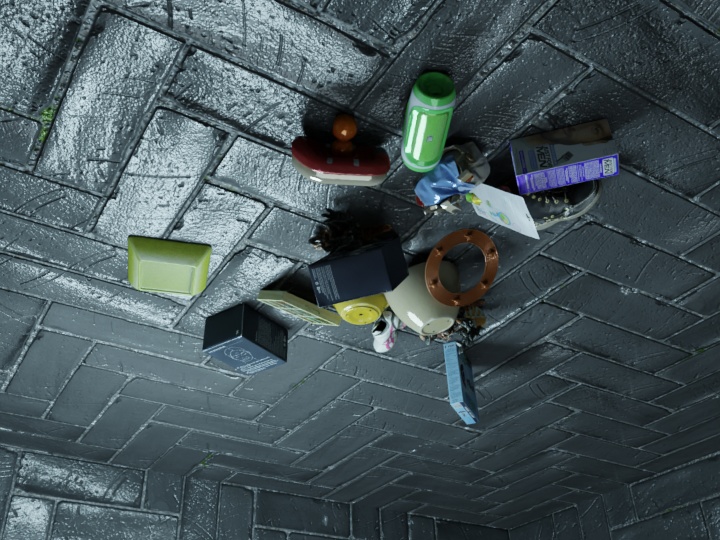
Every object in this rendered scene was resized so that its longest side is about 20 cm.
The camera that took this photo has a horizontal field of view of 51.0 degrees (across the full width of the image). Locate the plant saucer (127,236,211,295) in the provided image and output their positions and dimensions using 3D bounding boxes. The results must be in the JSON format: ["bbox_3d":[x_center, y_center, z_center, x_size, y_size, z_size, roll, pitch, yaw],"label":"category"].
[{"bbox_3d":[-0.483,0.001,1.889,0.199,0.048,0.200,7,145,-13],"label":"plant saucer"}]

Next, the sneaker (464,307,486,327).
[{"bbox_3d":[0.249,0.134,2.117,0.199,0.076,0.088,1,168,-9],"label":"sneaker"}]

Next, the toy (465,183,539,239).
[{"bbox_3d":[0.306,-0.147,1.616,0.200,0.047,0.115,26,154,51],"label":"toy"}]

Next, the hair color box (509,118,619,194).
[{"bbox_3d":[0.411,-0.231,1.531,0.199,0.110,0.065,-11,140,12],"label":"hair color box"}]

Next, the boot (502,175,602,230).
[{"bbox_3d":[0.413,-0.167,1.663,0.150,0.073,0.200,24,147,-34],"label":"boot"}]

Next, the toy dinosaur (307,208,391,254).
[{"bbox_3d":[-0.032,-0.089,1.761,0.200,0.102,0.136,-31,162,15],"label":"toy dinosaur"}]

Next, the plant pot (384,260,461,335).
[{"bbox_3d":[0.176,0.085,1.927,0.200,0.135,0.200,-15,151,-8],"label":"plant pot"}]

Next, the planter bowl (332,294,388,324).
[{"bbox_3d":[0.000,0.087,2.008,0.200,0.084,0.201,-1,145,-1],"label":"planter bowl"}]

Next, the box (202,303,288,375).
[{"bbox_3d":[-0.324,0.200,2.138,0.148,0.107,0.200,-21,142,27],"label":"box"}]

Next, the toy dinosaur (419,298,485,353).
[{"bbox_3d":[0.257,0.138,2.023,0.200,0.136,0.102,-41,164,1],"label":"toy dinosaur"}]

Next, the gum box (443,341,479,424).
[{"bbox_3d":[0.307,0.342,2.295,0.044,0.200,0.170,-15,144,19],"label":"gum box"}]

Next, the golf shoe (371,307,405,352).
[{"bbox_3d":[0.064,0.167,2.125,0.092,0.073,0.200,-10,145,-26],"label":"golf shoe"}]

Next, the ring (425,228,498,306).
[{"bbox_3d":[0.250,-0.004,1.833,0.200,0.019,0.201,-7,112,-19],"label":"ring"}]

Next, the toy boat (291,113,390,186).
[{"bbox_3d":[-0.038,-0.247,1.504,0.199,0.131,0.131,2,116,-7],"label":"toy boat"}]

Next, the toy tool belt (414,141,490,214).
[{"bbox_3d":[0.170,-0.177,1.577,0.125,0.123,0.200,48,131,-7],"label":"toy tool belt"}]

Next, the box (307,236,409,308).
[{"bbox_3d":[0.000,0.000,1.772,0.182,0.104,0.200,-13,-173,16],"label":"box"}]

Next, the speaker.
[{"bbox_3d":[0.130,-0.284,1.464,0.088,0.089,0.200,1,146,-5],"label":"speaker"}]

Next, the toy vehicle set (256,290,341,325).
[{"bbox_3d":[-0.163,0.101,2.024,0.200,0.027,0.124,27,163,-35],"label":"toy vehicle set"}]
